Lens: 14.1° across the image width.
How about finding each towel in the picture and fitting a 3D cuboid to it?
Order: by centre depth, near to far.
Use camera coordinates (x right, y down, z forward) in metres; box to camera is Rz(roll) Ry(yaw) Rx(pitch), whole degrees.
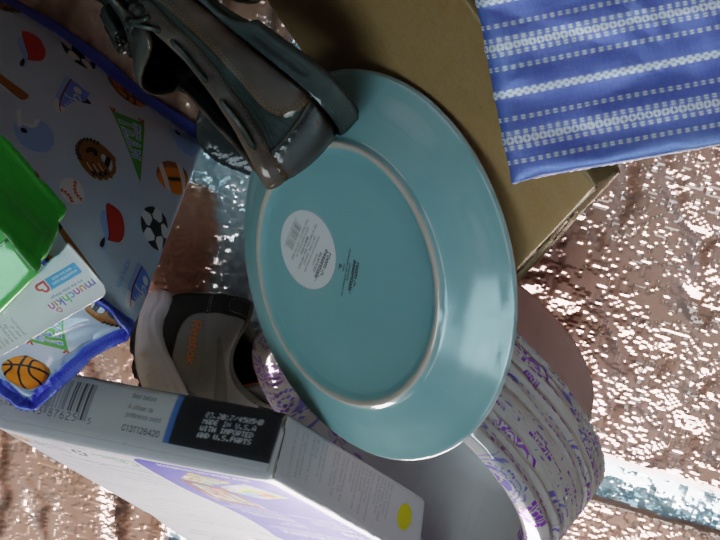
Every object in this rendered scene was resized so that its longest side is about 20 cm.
[{"bbox_3d":[0.117,-0.149,1.313,0.144,0.024,0.201,-10,96,16],"label":"towel"}]

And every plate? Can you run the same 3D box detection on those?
[{"bbox_3d":[0.000,0.000,1.464,0.199,0.025,0.202,17,114,44],"label":"plate"}]

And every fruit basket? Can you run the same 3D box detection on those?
[{"bbox_3d":[-0.252,-0.016,1.436,0.199,0.094,0.185,-26,115,33],"label":"fruit basket"}]

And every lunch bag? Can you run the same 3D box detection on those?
[{"bbox_3d":[-0.206,-0.053,1.553,0.200,0.171,0.124,38,128,-20],"label":"lunch bag"}]

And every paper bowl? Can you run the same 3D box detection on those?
[{"bbox_3d":[0.047,0.065,1.595,0.200,0.104,0.201,34,157,17],"label":"paper bowl"}]

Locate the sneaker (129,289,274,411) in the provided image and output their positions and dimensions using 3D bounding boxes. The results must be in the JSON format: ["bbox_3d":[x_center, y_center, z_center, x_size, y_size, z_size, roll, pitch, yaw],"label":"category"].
[{"bbox_3d":[-0.071,0.093,1.719,0.079,0.074,0.201,-7,130,17],"label":"sneaker"}]

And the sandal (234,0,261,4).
[{"bbox_3d":[-0.044,-0.210,1.409,0.057,0.080,0.202,9,135,4],"label":"sandal"}]

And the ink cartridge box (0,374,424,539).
[{"bbox_3d":[-0.070,0.114,1.608,0.197,0.047,0.200,7,164,34],"label":"ink cartridge box"}]

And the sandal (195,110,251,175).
[{"bbox_3d":[0.005,-0.047,1.570,0.199,0.048,0.076,14,136,5],"label":"sandal"}]

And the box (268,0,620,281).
[{"bbox_3d":[0.036,-0.093,1.430,0.201,0.021,0.164,56,153,9],"label":"box"}]

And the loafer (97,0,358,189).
[{"bbox_3d":[-0.088,-0.108,1.463,0.200,0.063,0.072,34,170,37],"label":"loafer"}]
